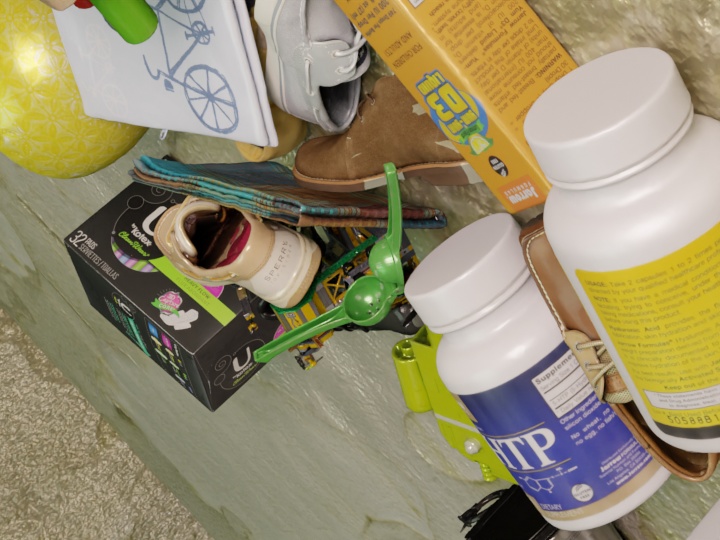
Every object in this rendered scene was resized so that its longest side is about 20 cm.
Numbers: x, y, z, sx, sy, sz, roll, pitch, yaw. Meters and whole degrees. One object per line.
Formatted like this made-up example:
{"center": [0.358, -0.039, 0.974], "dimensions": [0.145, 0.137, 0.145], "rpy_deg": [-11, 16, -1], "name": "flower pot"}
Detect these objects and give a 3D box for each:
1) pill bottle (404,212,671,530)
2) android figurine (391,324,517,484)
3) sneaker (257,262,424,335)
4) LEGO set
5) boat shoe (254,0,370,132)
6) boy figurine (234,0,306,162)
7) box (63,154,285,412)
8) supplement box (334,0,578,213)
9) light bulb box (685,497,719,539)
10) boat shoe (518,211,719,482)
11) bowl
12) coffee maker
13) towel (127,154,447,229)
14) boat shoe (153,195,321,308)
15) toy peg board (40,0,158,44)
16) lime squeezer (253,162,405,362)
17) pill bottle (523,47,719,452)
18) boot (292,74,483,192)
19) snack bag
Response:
{"center": [0.122, 0.066, 0.919], "dimensions": [0.201, 0.120, 0.119], "rpy_deg": [53, 159, -14], "name": "pill bottle"}
{"center": [0.108, 0.110, 1.101], "dimensions": [0.181, 0.041, 0.201], "rpy_deg": [18, 140, 35], "name": "android figurine"}
{"center": [-0.017, 0.033, 1.193], "dimensions": [0.199, 0.079, 0.076], "rpy_deg": [15, 141, 52], "name": "sneaker"}
{"center": [-0.023, 0.009, 1.065], "dimensions": [0.199, 0.154, 0.116], "rpy_deg": [27, 152, 50], "name": "LEGO set"}
{"center": [-0.022, -0.155, 0.890], "dimensions": [0.071, 0.070, 0.201], "rpy_deg": [32, 162, 10], "name": "boat shoe"}
{"center": [-0.096, -0.170, 1.002], "dimensions": [0.124, 0.064, 0.201], "rpy_deg": [24, 147, 41], "name": "boy figurine"}
{"center": [-0.173, 0.012, 1.363], "dimensions": [0.200, 0.148, 0.125], "rpy_deg": [37, 156, 25], "name": "box"}
{"center": [0.058, -0.129, 0.765], "dimensions": [0.200, 0.069, 0.066], "rpy_deg": [47, 162, -6], "name": "supplement box"}
{"center": [0.278, 0.269, 0.862], "dimensions": [0.124, 0.198, 0.201], "rpy_deg": [15, 144, 56], "name": "light bulb box"}
{"center": [0.169, 0.048, 0.824], "dimensions": [0.075, 0.074, 0.200], "rpy_deg": [-30, 111, 33], "name": "boat shoe"}
{"center": [-0.220, -0.183, 1.087], "dimensions": [0.107, 0.201, 0.201], "rpy_deg": [-11, 123, 39], "name": "bowl"}
{"center": [0.199, 0.280, 1.179], "dimensions": [0.200, 0.134, 0.192], "rpy_deg": [50, -177, -6], "name": "coffee maker"}
{"center": [-0.054, -0.057, 0.975], "dimensions": [0.199, 0.146, 0.022], "rpy_deg": [17, 103, 45], "name": "towel"}
{"center": [-0.107, -0.027, 0.998], "dimensions": [0.069, 0.074, 0.199], "rpy_deg": [31, 170, -36], "name": "boat shoe"}
{"center": [-0.157, -0.246, 0.817], "dimensions": [0.199, 0.201, 0.098], "rpy_deg": [32, 170, 34], "name": "toy peg board"}
{"center": [0.000, 0.000, 0.919], "dimensions": [0.070, 0.038, 0.200], "rpy_deg": [21, 131, -19], "name": "lime squeezer"}
{"center": [0.163, -0.011, 0.706], "dimensions": [0.111, 0.111, 0.201], "rpy_deg": [14, 142, 56], "name": "pill bottle"}
{"center": [0.022, -0.097, 0.891], "dimensions": [0.199, 0.073, 0.076], "rpy_deg": [-4, 116, 47], "name": "boot"}
{"center": [-0.153, -0.180, 0.947], "dimensions": [0.199, 0.021, 0.190], "rpy_deg": [11, 128, 37], "name": "snack bag"}
